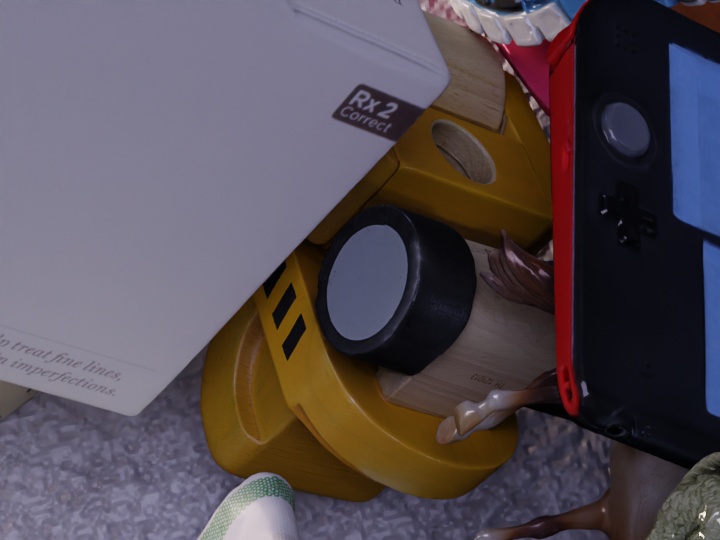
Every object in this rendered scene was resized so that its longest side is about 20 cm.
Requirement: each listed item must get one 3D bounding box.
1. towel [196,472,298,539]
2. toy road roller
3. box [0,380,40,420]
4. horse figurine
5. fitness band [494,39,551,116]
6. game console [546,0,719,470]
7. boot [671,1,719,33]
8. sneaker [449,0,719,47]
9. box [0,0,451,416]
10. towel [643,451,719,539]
[{"bbox_3d":[-0.066,0.176,0.892,0.031,0.200,0.149,26,116,-16],"label":"towel"},{"bbox_3d":[0.000,0.000,0.988,0.146,0.123,0.200,-44,48,30],"label":"toy road roller"},{"bbox_3d":[-0.213,-0.021,1.015,0.078,0.095,0.200,-35,76,-6],"label":"box"},{"bbox_3d":[0.094,0.067,0.927,0.132,0.200,0.050,-17,40,-12],"label":"horse figurine"},{"bbox_3d":[0.116,-0.129,1.023,0.144,0.037,0.200,-37,54,10],"label":"fitness band"},{"bbox_3d":[0.149,0.003,0.897,0.200,0.031,0.177,22,50,-28],"label":"game console"},{"bbox_3d":[0.145,-0.038,1.022,0.200,0.074,0.155,-29,77,-15],"label":"boot"},{"bbox_3d":[0.111,-0.130,0.970,0.087,0.200,0.075,-17,104,-38],"label":"sneaker"},{"bbox_3d":[-0.114,-0.075,0.893,0.200,0.199,0.131,-46,45,27],"label":"box"},{"bbox_3d":[0.132,0.164,0.856,0.148,0.036,0.200,17,102,-29],"label":"towel"}]
